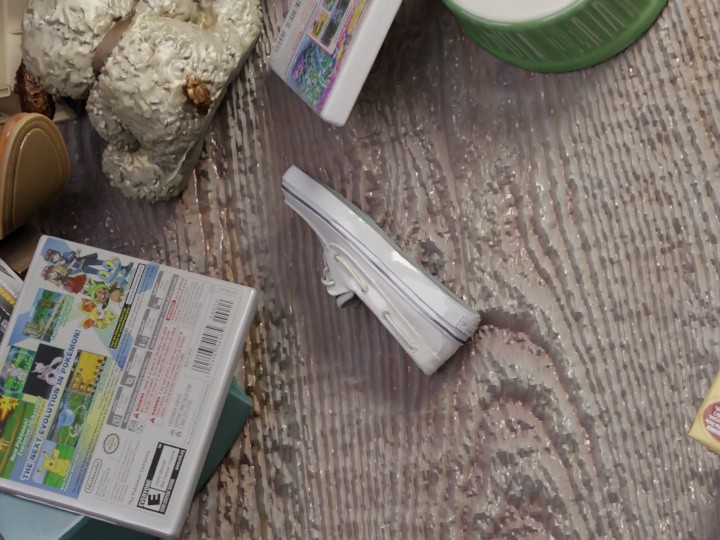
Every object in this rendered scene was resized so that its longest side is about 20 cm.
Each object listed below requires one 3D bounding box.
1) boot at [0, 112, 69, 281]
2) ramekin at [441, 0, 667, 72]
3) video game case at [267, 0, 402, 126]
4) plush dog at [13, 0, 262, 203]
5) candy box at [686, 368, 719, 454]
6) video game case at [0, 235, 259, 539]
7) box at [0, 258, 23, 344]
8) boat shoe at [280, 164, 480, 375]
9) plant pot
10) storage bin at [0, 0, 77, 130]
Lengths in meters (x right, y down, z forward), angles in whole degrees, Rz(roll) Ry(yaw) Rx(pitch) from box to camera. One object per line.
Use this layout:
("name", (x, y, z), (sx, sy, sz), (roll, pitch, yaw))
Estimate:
("boot", (-0.313, -0.086, 1.762), (0.155, 0.201, 0.077), (39, 61, 22))
("ramekin", (0.138, -0.258, 1.627), (0.198, 0.098, 0.202), (-4, 80, 23))
("video game case", (-0.003, -0.224, 1.650), (0.201, 0.024, 0.182), (-64, 22, 10))
("plush dog", (-0.189, -0.168, 1.701), (0.171, 0.160, 0.201), (27, 94, 1))
("candy box", (0.307, 0.042, 1.495), (0.055, 0.115, 0.201), (29, 93, 25))
("video game case", (-0.191, 0.086, 1.626), (0.181, 0.022, 0.201), (14, 72, 13))
("box", (-0.343, 0.048, 1.760), (0.200, 0.048, 0.159), (45, 119, 6))
("boat shoe", (0.000, 0.000, 1.658), (0.200, 0.073, 0.067), (42, 96, 23))
("plant pot", (-0.194, 0.130, 1.690), (0.200, 0.141, 0.142), (-40, 68, 3))
("storage bin", (-0.339, -0.222, 1.833), (0.197, 0.094, 0.202), (-9, 78, 22))
